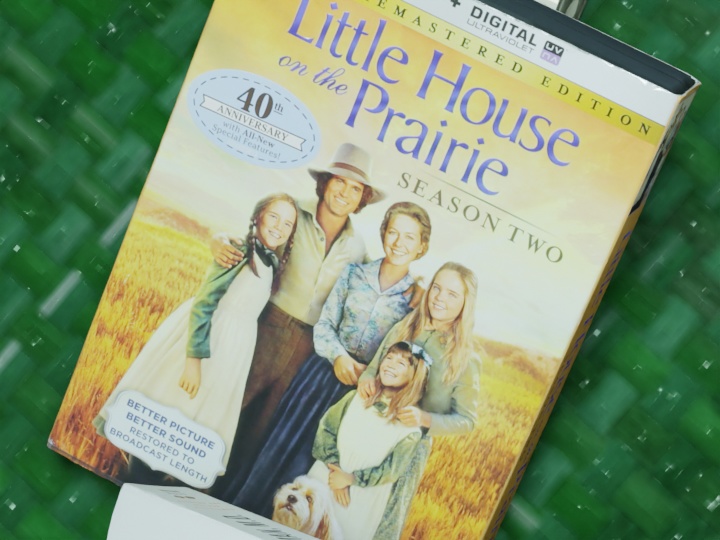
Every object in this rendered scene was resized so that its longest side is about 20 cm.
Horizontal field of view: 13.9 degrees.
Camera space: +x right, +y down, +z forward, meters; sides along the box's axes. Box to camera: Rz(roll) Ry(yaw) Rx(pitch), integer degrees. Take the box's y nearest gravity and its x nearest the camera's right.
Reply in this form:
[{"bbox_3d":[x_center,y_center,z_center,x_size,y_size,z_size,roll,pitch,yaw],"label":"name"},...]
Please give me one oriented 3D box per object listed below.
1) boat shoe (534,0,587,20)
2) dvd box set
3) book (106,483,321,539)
[{"bbox_3d":[0.063,-0.131,0.926,0.068,0.072,0.200,37,96,10],"label":"boat shoe"},{"bbox_3d":[0.000,0.000,0.916,0.146,0.029,0.200,27,112,10],"label":"dvd box set"},{"bbox_3d":[-0.010,0.144,0.809,0.200,0.048,0.134,14,96,51],"label":"book"}]
